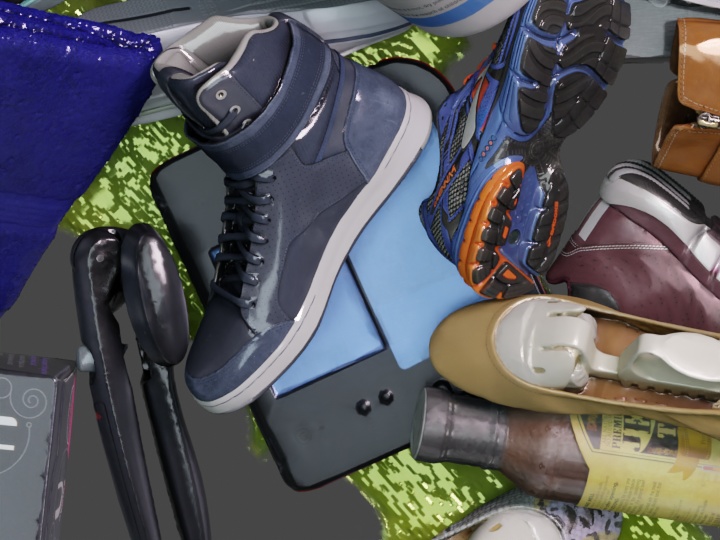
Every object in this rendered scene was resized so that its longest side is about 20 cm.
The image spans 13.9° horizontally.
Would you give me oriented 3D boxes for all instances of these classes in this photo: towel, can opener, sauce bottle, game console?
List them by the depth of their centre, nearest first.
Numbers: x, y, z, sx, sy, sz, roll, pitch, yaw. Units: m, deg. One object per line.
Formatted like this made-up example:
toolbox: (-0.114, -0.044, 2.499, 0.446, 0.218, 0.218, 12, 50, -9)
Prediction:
towel: (-0.207, -0.060, 1.558, 0.200, 0.147, 0.050, -52, 51, 28)
sauce bottle: (0.128, 0.098, 1.602, 0.199, 0.065, 0.065, 8, 93, -7)
can opener: (-0.121, 0.071, 1.622, 0.063, 0.079, 0.201, -7, 102, -6)
game console: (0.000, 0.000, 1.629, 0.176, 0.031, 0.201, -24, 92, 2)

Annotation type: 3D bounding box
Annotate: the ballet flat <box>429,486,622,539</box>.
ballet flat: (0.055, 0.174, 1.618, 0.200, 0.072, 0.072, -27, 92, 3)

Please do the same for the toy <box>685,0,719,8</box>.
toy: (0.242, -0.175, 1.526, 0.199, 0.115, 0.047, 17, 136, 15)

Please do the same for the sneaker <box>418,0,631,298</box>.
sneaker: (0.077, -0.090, 1.560, 0.078, 0.075, 0.201, 29, 103, 44)

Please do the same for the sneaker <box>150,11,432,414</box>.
sneaker: (-0.069, -0.038, 1.547, 0.146, 0.077, 0.203, 33, 84, -36)

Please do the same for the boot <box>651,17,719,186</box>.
boot: (0.232, -0.048, 1.571, 0.155, 0.077, 0.201, 1, 125, -2)

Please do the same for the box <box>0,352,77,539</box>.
box: (-0.261, 0.101, 1.602, 0.199, 0.106, 0.123, 7, 93, 1)

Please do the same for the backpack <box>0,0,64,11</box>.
backpack: (-0.173, -0.230, 1.558, 0.199, 0.153, 0.176, -25, 96, 13)

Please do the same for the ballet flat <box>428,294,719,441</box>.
ballet flat: (0.134, 0.043, 1.554, 0.199, 0.063, 0.069, 9, 67, 8)

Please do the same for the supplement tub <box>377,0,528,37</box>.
supplement tub: (0.005, -0.215, 1.491, 0.200, 0.132, 0.132, 29, 94, -37)

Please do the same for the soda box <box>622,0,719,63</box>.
soda box: (0.215, -0.149, 1.598, 0.199, 0.063, 0.071, -2, 93, 1)

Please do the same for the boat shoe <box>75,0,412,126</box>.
boat shoe: (-0.058, -0.123, 1.613, 0.199, 0.074, 0.067, -8, 122, -1)

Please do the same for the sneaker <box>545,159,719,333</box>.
sneaker: (0.186, 0.041, 1.615, 0.200, 0.076, 0.116, 41, 105, 3)
